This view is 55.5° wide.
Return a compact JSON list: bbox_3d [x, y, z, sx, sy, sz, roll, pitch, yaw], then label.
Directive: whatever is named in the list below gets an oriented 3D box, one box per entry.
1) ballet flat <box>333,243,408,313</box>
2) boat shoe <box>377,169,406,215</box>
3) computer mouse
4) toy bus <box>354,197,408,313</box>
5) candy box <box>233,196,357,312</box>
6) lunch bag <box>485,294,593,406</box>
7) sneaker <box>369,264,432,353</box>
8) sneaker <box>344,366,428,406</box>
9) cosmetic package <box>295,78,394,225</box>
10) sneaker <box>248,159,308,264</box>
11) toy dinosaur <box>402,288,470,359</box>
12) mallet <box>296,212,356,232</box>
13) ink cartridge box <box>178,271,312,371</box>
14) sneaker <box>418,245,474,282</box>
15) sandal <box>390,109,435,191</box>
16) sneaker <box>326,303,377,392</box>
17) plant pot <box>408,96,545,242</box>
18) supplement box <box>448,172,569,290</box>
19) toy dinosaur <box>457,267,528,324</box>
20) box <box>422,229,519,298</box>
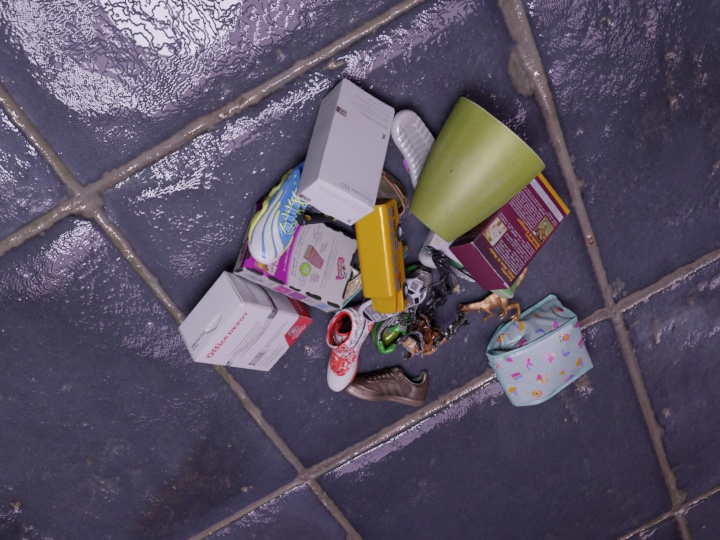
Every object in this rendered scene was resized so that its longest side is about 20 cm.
[{"bbox_3d":[0.000,0.000,1.301,0.199,0.071,0.071,-39,121,9],"label":"ballet flat"},{"bbox_3d":[0.010,-0.163,1.201,0.198,0.074,0.076,31,108,-27],"label":"boat shoe"},{"bbox_3d":[0.084,0.034,1.274,0.197,0.044,0.110,-23,141,14],"label":"computer mouse"},{"bbox_3d":[0.036,-0.022,1.184,0.064,0.078,0.204,0,107,20],"label":"toy bus"},{"bbox_3d":[-0.111,-0.025,1.217,0.198,0.061,0.139,25,70,-24],"label":"candy box"},{"bbox_3d":[0.373,0.180,1.460,0.198,0.122,0.172,-32,123,-1],"label":"lunch bag"},{"bbox_3d":[0.088,0.079,1.352,0.077,0.086,0.202,17,113,-22],"label":"sneaker"},{"bbox_3d":[0.053,0.235,1.455,0.197,0.070,0.077,13,97,-24],"label":"sneaker"},{"bbox_3d":[-0.022,-0.190,1.105,0.111,0.203,0.081,23,151,-26],"label":"cosmetic package"},{"bbox_3d":[-0.121,-0.109,1.125,0.075,0.202,0.105,28,147,-14],"label":"sneaker"},{"bbox_3d":[0.134,0.117,1.347,0.102,0.200,0.136,37,99,-4],"label":"toy dinosaur"},{"bbox_3d":[-0.041,-0.084,1.167,0.041,0.199,0.066,-41,85,28],"label":"mallet"},{"bbox_3d":[-0.206,0.097,1.242,0.145,0.084,0.199,-48,149,14],"label":"ink cartridge box"},{"bbox_3d":[0.206,-0.014,1.339,0.196,0.077,0.082,0,129,-12],"label":"sneaker"},{"bbox_3d":[0.100,-0.207,1.213,0.082,0.050,0.204,-45,137,-16],"label":"sandal"},{"bbox_3d":[-0.040,0.156,1.347,0.107,0.067,0.204,-5,125,-59],"label":"sneaker"},{"bbox_3d":[0.179,-0.154,1.167,0.186,0.187,0.201,34,100,-28],"label":"plant pot"},{"bbox_3d":[0.268,-0.074,1.230,0.111,0.085,0.200,47,71,-13],"label":"supplement box"},{"bbox_3d":[0.295,0.053,1.403,0.198,0.061,0.107,-35,120,7],"label":"toy dinosaur"},{"bbox_3d":[0.227,-0.058,1.278,0.198,0.036,0.146,31,76,-15],"label":"box"}]
